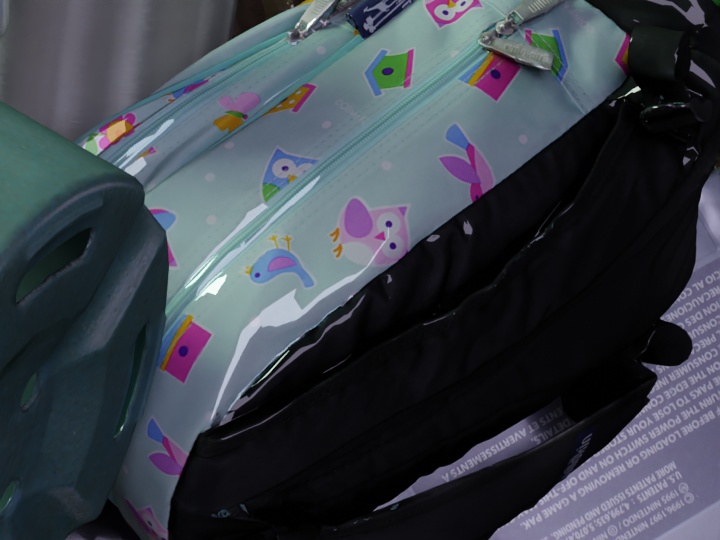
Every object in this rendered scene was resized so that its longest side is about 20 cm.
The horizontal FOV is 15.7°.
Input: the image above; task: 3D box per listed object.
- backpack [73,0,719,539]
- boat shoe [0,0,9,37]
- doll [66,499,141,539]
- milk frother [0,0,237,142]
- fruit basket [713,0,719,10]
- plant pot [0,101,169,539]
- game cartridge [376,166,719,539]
[{"bbox_3d":[0.000,0.000,0.728,0.200,0.167,0.127,-34,57,-23],"label":"backpack"},{"bbox_3d":[-0.112,-0.080,0.677,0.073,0.201,0.067,31,50,20],"label":"boat shoe"},{"bbox_3d":[-0.097,0.054,0.763,0.199,0.049,0.137,26,38,-9],"label":"doll"},{"bbox_3d":[-0.068,-0.155,0.796,0.199,0.180,0.189,-10,120,-40],"label":"milk frother"},{"bbox_3d":[0.197,-0.119,0.848,0.215,0.155,0.217,32,43,-36],"label":"fruit basket"},{"bbox_3d":[-0.163,0.009,0.607,0.195,0.200,0.201,24,76,15],"label":"plant pot"},{"bbox_3d":[0.083,0.060,0.830,0.199,0.041,0.134,-28,83,-13],"label":"game cartridge"}]
